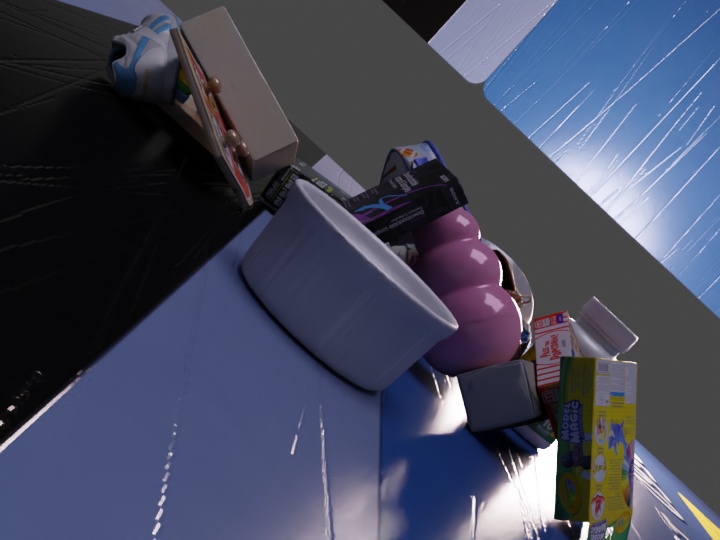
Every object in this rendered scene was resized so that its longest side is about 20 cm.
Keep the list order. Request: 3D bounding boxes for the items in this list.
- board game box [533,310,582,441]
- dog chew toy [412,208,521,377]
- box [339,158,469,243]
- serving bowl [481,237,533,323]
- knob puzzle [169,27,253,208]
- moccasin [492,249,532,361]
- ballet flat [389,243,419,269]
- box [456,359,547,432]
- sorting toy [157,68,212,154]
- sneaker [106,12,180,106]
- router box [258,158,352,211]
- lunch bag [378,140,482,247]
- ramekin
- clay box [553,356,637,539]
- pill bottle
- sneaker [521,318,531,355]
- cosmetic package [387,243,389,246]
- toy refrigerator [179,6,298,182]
[{"bbox_3d":[0.260,0.172,1.374,0.152,0.046,0.200,-77,148,-61],"label":"board game box"},{"bbox_3d":[0.114,0.019,1.332,0.125,0.124,0.201,22,54,-71],"label":"dog chew toy"},{"bbox_3d":[0.016,-0.063,1.310,0.143,0.200,0.036,-116,-178,-73],"label":"box"},{"bbox_3d":[0.143,0.041,1.637,0.200,0.200,0.066,43,50,-2],"label":"serving bowl"},{"bbox_3d":[-0.153,-0.160,1.318,0.220,0.030,0.220,-22,90,-90],"label":"knob puzzle"},{"bbox_3d":[0.176,0.048,1.459,0.073,0.078,0.202,12,37,0],"label":"moccasin"},{"bbox_3d":[0.038,-0.004,1.481,0.071,0.069,0.200,18,-11,-19],"label":"ballet flat"},{"bbox_3d":[0.178,0.149,1.347,0.200,0.082,0.069,18,57,-71],"label":"box"},{"bbox_3d":[-0.212,-0.230,1.553,0.200,0.070,0.199,42,7,-10],"label":"sorting toy"},{"bbox_3d":[-0.260,-0.261,1.365,0.081,0.077,0.200,7,27,-16],"label":"sneaker"},{"bbox_3d":[-0.050,-0.083,1.545,0.150,0.062,0.200,35,7,-2],"label":"router box"},{"bbox_3d":[0.092,-0.064,1.523,0.160,0.075,0.200,108,-37,-52],"label":"lunch bag"},{"bbox_3d":[-0.015,0.018,1.050,0.200,0.098,0.200,42,6,-6],"label":"ramekin"},{"bbox_3d":[0.257,0.197,1.248,0.047,0.201,0.115,0,-7,37],"label":"clay box"},{"bbox_3d":[0.278,0.136,1.557,0.113,0.200,0.113,42,7,-6],"label":"pill bottle"},{"bbox_3d":[0.143,0.073,1.564,0.200,0.075,0.087,15,7,-29],"label":"sneaker"},{"bbox_3d":[0.098,-0.028,1.870,0.200,0.123,0.199,41,7,-5],"label":"cosmetic package"},{"bbox_3d":[-0.150,-0.219,1.420,0.200,0.070,0.076,60,-14,11],"label":"toy refrigerator"}]
